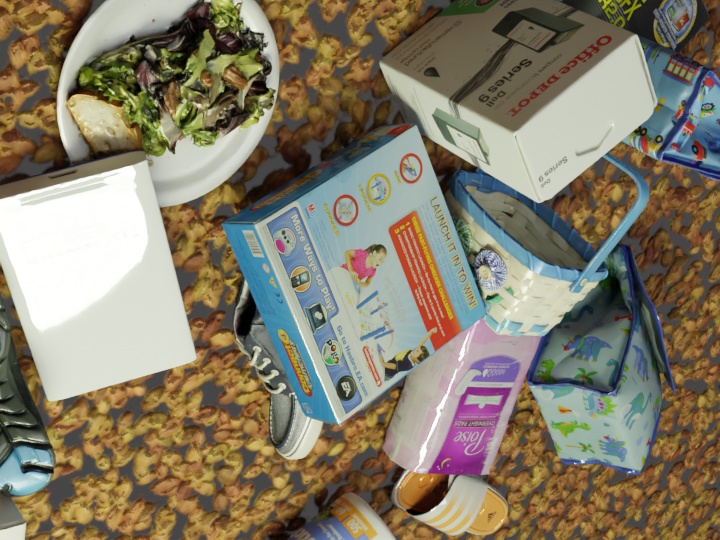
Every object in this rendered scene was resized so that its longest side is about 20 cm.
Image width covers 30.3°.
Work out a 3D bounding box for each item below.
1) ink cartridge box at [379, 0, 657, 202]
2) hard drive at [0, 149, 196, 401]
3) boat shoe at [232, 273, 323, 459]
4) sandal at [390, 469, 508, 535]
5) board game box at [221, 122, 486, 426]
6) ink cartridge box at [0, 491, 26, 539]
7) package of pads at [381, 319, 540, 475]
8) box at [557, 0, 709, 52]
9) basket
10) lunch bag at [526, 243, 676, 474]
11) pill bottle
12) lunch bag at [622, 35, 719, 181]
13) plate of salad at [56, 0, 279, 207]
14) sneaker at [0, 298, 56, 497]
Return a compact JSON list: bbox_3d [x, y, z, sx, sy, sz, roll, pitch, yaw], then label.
[{"bbox_3d":[0.136,-0.165,1.165,0.146,0.200,0.084,-40,132,-13],"label":"ink cartridge box"},{"bbox_3d":[-0.217,0.007,1.086,0.131,0.025,0.201,-15,126,-9],"label":"hard drive"},{"bbox_3d":[-0.080,0.082,1.236,0.092,0.075,0.202,1,105,-34],"label":"boat shoe"},{"bbox_3d":[0.119,0.262,1.497,0.206,0.059,0.079,30,95,-44],"label":"sandal"},{"bbox_3d":[0.000,0.000,1.191,0.195,0.056,0.201,-33,112,-31],"label":"board game box"},{"bbox_3d":[-0.352,0.241,1.069,0.125,0.128,0.201,-6,119,-36],"label":"ink cartridge box"},{"bbox_3d":[0.109,0.115,1.394,0.120,0.076,0.201,7,110,-37],"label":"package of pads"},{"bbox_3d":[0.246,-0.260,1.304,0.160,0.044,0.200,-47,134,-4],"label":"box"},{"bbox_3d":[0.167,-0.045,1.277,0.139,0.176,0.201,9,118,-49],"label":"basket"},{"bbox_3d":[0.280,0.097,1.480,0.201,0.127,0.171,-66,148,-33],"label":"lunch bag"},{"bbox_3d":[-0.055,0.330,1.364,0.199,0.112,0.113,-36,132,-17],"label":"pill bottle"},{"bbox_3d":[0.314,-0.147,1.287,0.199,0.150,0.095,18,104,-42],"label":"lunch bag"},{"bbox_3d":[-0.146,-0.140,1.066,0.199,0.048,0.201,-18,124,-29],"label":"plate of salad"},{"bbox_3d":[-0.306,0.083,1.059,0.073,0.082,0.201,-20,107,-18],"label":"sneaker"}]
